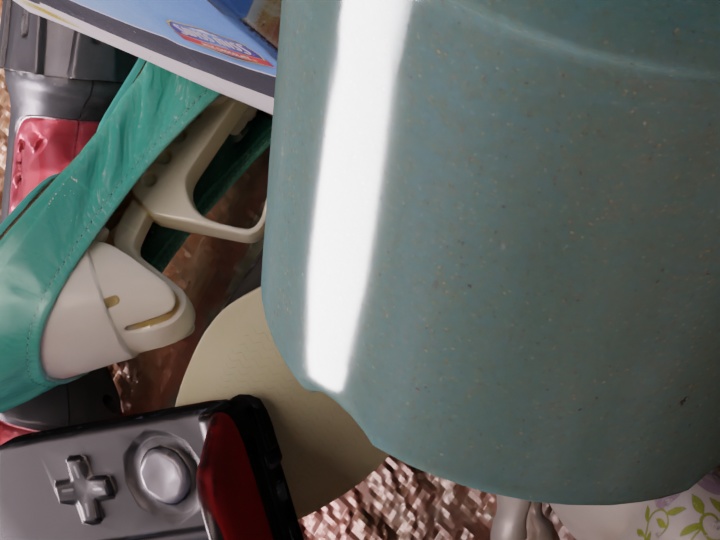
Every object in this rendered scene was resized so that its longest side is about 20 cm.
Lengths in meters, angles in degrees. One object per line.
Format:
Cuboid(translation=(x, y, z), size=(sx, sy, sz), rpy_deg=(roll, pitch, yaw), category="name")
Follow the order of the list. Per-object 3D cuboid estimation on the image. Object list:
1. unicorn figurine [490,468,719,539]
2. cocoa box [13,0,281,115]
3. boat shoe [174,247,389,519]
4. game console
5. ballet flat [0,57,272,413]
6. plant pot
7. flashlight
Cuboid(translation=(0.066, 0.064, 0.802), size=(0.200, 0.074, 0.137), rpy_deg=(34, 124, 30), category="unicorn figurine")
Cuboid(translation=(-0.050, -0.139, 0.808), size=(0.200, 0.131, 0.133), rpy_deg=(25, 80, 44), category="cocoa box")
Cuboid(translation=(0.002, 0.002, 0.870), size=(0.074, 0.063, 0.201), rpy_deg=(30, 115, 0), category="boat shoe")
Cuboid(translation=(-0.058, 0.153, 0.842), size=(0.172, 0.119, 0.200), rpy_deg=(-11, 98, 32), category="game console")
Cuboid(translation=(-0.071, -0.018, 0.883), size=(0.070, 0.067, 0.200), rpy_deg=(32, 82, 24), category="ballet flat")
Cuboid(translation=(0.062, -0.059, 0.667), size=(0.200, 0.200, 0.196), rpy_deg=(37, 134, 30), category="plant pot")
Cuboid(translation=(-0.108, -0.007, 0.946), size=(0.068, 0.068, 0.200), rpy_deg=(9, 97, 19), category="flashlight")
